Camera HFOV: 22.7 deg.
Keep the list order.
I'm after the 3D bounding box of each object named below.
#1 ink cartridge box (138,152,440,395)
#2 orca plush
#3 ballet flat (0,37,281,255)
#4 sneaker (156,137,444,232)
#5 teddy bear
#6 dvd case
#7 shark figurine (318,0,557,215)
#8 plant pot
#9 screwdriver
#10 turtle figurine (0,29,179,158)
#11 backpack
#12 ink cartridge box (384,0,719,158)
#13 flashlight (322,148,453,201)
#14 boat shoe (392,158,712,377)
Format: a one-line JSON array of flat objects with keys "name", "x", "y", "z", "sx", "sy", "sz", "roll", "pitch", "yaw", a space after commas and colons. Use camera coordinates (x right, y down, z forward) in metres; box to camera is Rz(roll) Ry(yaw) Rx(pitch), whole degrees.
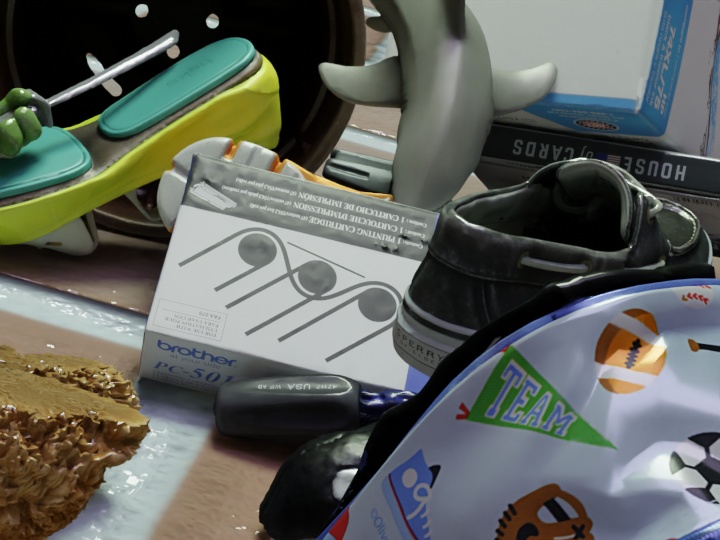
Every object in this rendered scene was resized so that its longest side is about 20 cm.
[{"name": "ink cartridge box", "x": 0.013, "y": 0.020, "z": 0.773, "sx": 0.200, "sy": 0.044, "sz": 0.094, "roll": 13, "pitch": 57, "yaw": -3}, {"name": "orca plush", "x": 0.066, "y": 0.079, "z": 0.673, "sx": 0.200, "sy": 0.071, "sz": 0.105, "roll": 13, "pitch": 19, "yaw": -5}, {"name": "ballet flat", "x": -0.126, "y": -0.046, "z": 0.873, "sx": 0.200, "sy": 0.067, "sz": 0.067, "roll": -26, "pitch": 35, "yaw": -15}, {"name": "sneaker", "x": 0.000, "y": 0.000, "z": 0.856, "sx": 0.200, "sy": 0.078, "sz": 0.077, "roll": 29, "pitch": -13, "yaw": 7}, {"name": "teddy bear", "x": -0.152, "y": 0.051, "z": 0.624, "sx": 0.200, "sy": 0.067, "sz": 0.145, "roll": 20, "pitch": 9, "yaw": 34}, {"name": "dvd case", "x": 0.146, "y": -0.041, "z": 1.003, "sx": 0.150, "sy": 0.025, "sz": 0.200, "roll": 10, "pitch": -7, "yaw": 15}, {"name": "shark figurine", "x": 0.016, "y": -0.135, "z": 0.847, "sx": 0.128, "sy": 0.090, "sz": 0.215, "roll": -26, "pitch": 63, "yaw": -23}, {"name": "plant pot", "x": -0.103, "y": -0.137, "z": 1.001, "sx": 0.200, "sy": 0.201, "sz": 0.198, "roll": 12, "pitch": 12, "yaw": -7}, {"name": "screwdriver", "x": 0.040, "y": 0.055, "z": 0.721, "sx": 0.200, "sy": 0.028, "sz": 0.029, "roll": -1, "pitch": 9, "yaw": 1}, {"name": "turtle figurine", "x": -0.201, "y": -0.102, "z": 0.789, "sx": 0.200, "sy": 0.144, "sz": 0.194, "roll": 3, "pitch": 47, "yaw": 6}, {"name": "backpack", "x": 0.063, "y": 0.094, "z": 0.445, "sx": 0.200, "sy": 0.191, "sz": 0.154, "roll": -4, "pitch": 42, "yaw": -44}, {"name": "ink cartridge box", "x": 0.128, "y": -0.135, "z": 0.983, "sx": 0.146, "sy": 0.146, "sz": 0.200, "roll": 8, "pitch": -7, "yaw": 28}, {"name": "flashlight", "x": 0.074, "y": -0.018, "z": 0.965, "sx": 0.200, "sy": 0.068, "sz": 0.068, "roll": 17, "pitch": 14, "yaw": 2}, {"name": "boat shoe", "x": 0.091, "y": -0.008, "z": 0.704, "sx": 0.072, "sy": 0.071, "sz": 0.200, "roll": 30, "pitch": 28, "yaw": 25}]
